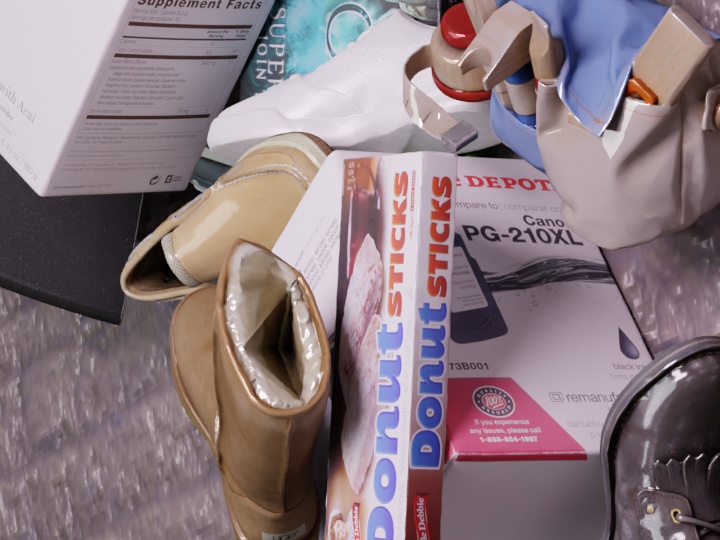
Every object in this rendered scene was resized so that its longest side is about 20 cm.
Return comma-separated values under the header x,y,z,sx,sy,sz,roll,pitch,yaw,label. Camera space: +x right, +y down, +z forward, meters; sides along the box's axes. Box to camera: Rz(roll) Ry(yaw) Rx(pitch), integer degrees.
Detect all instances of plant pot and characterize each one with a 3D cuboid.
x,y,z,sx,sy,sz,roll,pitch,yaw,label
-0.232,-0.100,1.810,0.200,0.177,0.200,-103,24,-69,plant pot

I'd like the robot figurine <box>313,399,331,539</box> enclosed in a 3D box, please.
x,y,z,sx,sy,sz,roll,pitch,yaw,label
0.022,0.118,1.463,0.200,0.113,0.170,41,142,54,robot figurine

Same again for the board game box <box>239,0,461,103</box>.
x,y,z,sx,sy,sz,roll,pitch,yaw,label
-0.008,-0.088,1.546,0.135,0.028,0.200,4,95,30,board game box

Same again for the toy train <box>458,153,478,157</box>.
x,y,z,sx,sy,sz,roll,pitch,yaw,label
0.000,0.000,1.497,0.200,0.056,0.042,-39,77,27,toy train

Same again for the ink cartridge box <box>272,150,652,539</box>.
x,y,z,sx,sy,sz,roll,pitch,yaw,label
0.059,0.038,1.364,0.084,0.145,0.200,-59,41,40,ink cartridge box

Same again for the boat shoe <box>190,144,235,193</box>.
x,y,z,sx,sy,sz,roll,pitch,yaw,label
-0.078,-0.049,1.699,0.200,0.073,0.062,17,101,55,boat shoe

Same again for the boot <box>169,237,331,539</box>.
x,y,z,sx,sy,sz,roll,pitch,yaw,label
-0.053,0.040,1.358,0.200,0.066,0.175,92,157,-61,boot

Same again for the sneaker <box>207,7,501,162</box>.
x,y,z,sx,sy,sz,roll,pitch,yaw,label
0.004,-0.103,1.491,0.200,0.075,0.089,-9,67,34,sneaker

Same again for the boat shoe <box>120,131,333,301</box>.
x,y,z,sx,sy,sz,roll,pitch,yaw,label
-0.074,-0.017,1.488,0.072,0.076,0.200,59,148,2,boat shoe

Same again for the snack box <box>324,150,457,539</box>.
x,y,z,sx,sy,sz,roll,pitch,yaw,label
0.014,0.045,1.273,0.072,0.024,0.200,-1,85,58,snack box

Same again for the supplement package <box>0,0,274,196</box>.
x,y,z,sx,sy,sz,roll,pitch,yaw,label
-0.138,-0.158,1.545,0.121,0.120,0.200,44,121,32,supplement package

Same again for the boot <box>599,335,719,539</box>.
x,y,z,sx,sy,sz,roll,pitch,yaw,label
0.177,0.151,1.246,0.174,0.069,0.200,46,133,45,boot

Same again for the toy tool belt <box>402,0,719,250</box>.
x,y,z,sx,sy,sz,roll,pitch,yaw,label
0.102,-0.109,1.289,0.200,0.125,0.123,36,149,39,toy tool belt
